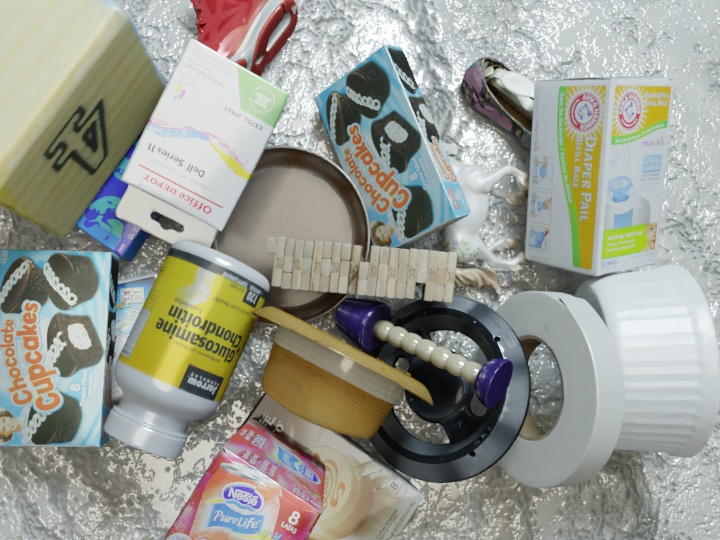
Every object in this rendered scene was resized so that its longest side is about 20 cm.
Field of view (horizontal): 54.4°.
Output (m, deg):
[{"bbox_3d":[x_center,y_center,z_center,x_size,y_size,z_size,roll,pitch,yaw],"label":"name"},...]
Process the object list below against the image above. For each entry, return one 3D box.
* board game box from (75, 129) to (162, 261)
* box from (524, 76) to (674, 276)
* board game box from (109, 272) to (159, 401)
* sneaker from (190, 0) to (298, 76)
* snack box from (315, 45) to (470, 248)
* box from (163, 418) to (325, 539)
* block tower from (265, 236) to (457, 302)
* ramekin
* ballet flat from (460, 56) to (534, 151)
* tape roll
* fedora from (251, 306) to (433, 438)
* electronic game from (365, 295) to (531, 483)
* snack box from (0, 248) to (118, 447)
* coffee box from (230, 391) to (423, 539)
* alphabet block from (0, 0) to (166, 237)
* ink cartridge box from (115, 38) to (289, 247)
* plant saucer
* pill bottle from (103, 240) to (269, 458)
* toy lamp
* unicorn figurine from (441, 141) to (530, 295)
[{"bbox_3d":[-0.302,-0.130,0.792,0.199,0.045,0.153,33,82,1],"label":"board game box"},{"bbox_3d":[0.257,-0.107,0.763,0.112,0.101,0.202,-9,106,-33],"label":"box"},{"bbox_3d":[-0.305,0.086,0.772,0.198,0.035,0.127,-12,85,-6],"label":"board game box"},{"bbox_3d":[-0.172,-0.257,0.818,0.115,0.078,0.200,37,81,17],"label":"sneaker"},{"bbox_3d":[0.033,-0.131,0.786,0.037,0.116,0.201,-17,83,-51],"label":"snack box"},{"bbox_3d":[-0.094,0.206,0.612,0.095,0.200,0.100,32,84,1],"label":"box"},{"bbox_3d":[0.000,0.000,0.750,0.198,0.054,0.058,6,89,3],"label":"block tower"},{"bbox_3d":[0.289,0.096,0.746,0.097,0.200,0.202,-2,83,2],"label":"ramekin"},{"bbox_3d":[0.210,-0.185,0.831,0.199,0.071,0.069,34,79,-1],"label":"ballet flat"},{"bbox_3d":[0.189,0.121,0.730,0.037,0.202,0.205,5,82,-24],"label":"tape roll"},{"bbox_3d":[-0.029,0.109,0.687,0.199,0.201,0.082,27,83,-1],"label":"fedora"},{"bbox_3d":[0.085,0.125,0.757,0.198,0.042,0.202,-10,70,28],"label":"electronic game"},{"bbox_3d":[-0.320,0.080,0.734,0.115,0.037,0.202,1,84,-5],"label":"snack box"},{"bbox_3d":[-0.048,0.225,0.756,0.199,0.080,0.115,35,81,0],"label":"coffee box"},{"bbox_3d":[-0.333,-0.178,0.675,0.195,0.196,0.201,34,81,3],"label":"alphabet block"},{"bbox_3d":[-0.170,-0.120,0.738,0.116,0.067,0.201,26,92,-14],"label":"ink cartridge box"},{"bbox_3d":[-0.088,-0.039,0.796,0.198,0.032,0.202,0,90,3],"label":"plant saucer"},{"bbox_3d":[-0.179,0.080,0.713,0.111,0.112,0.201,23,80,-2],"label":"pill bottle"},{"bbox_3d":[0.057,0.079,0.729,0.199,0.058,0.059,23,80,35],"label":"toy lamp"},{"bbox_3d":[0.130,-0.079,0.811,0.136,0.074,0.202,6,80,-8],"label":"unicorn figurine"}]
